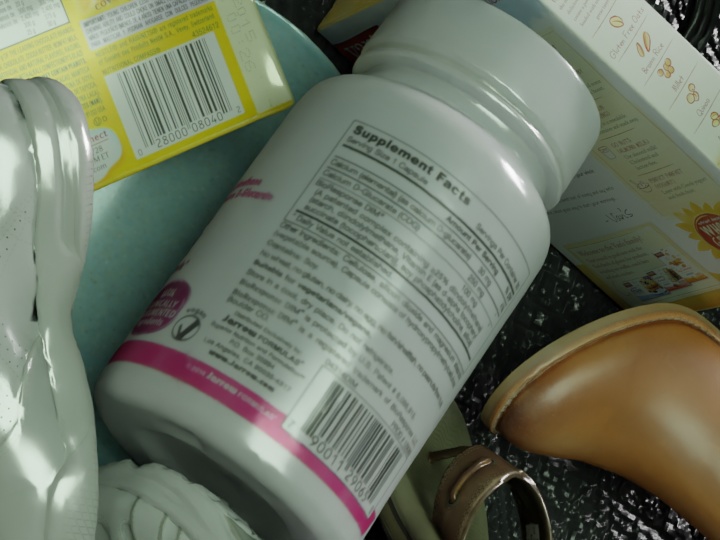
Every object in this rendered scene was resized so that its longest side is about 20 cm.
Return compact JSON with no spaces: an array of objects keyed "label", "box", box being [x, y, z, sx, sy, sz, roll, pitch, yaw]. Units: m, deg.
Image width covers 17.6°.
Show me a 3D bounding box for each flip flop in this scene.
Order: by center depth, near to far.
[{"label":"flip flop","box":[0.046,0.108,0.898,0.057,0.200,0.081,-32,117,12]}]

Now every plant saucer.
[{"label":"plant saucer","box":[-0.084,-0.016,0.916,0.200,0.039,0.202,2,84,-26]}]

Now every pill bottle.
[{"label":"pill bottle","box":[0.000,0.000,0.870,0.113,0.113,0.200,41,69,-17]}]

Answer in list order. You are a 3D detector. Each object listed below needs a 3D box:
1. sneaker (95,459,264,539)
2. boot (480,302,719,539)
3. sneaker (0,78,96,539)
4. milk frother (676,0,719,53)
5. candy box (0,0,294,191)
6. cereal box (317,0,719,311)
[{"label":"sneaker","box":[-0.055,0.135,0.812,0.100,0.199,0.078,-54,134,-15]},{"label":"boot","box":[0.155,0.095,0.955,0.199,0.074,0.155,-1,53,-35]},{"label":"sneaker","box":[-0.142,0.035,0.807,0.088,0.075,0.201,-4,96,-28]},{"label":"milk frother","box":[0.194,-0.078,0.969,0.199,0.188,0.182,4,83,-26]},{"label":"candy box","box":[-0.128,-0.072,0.863,0.199,0.026,0.103,-25,96,-25]},{"label":"cereal box","box":[0.092,-0.060,0.944,0.200,0.144,0.040,42,67,-18]}]
